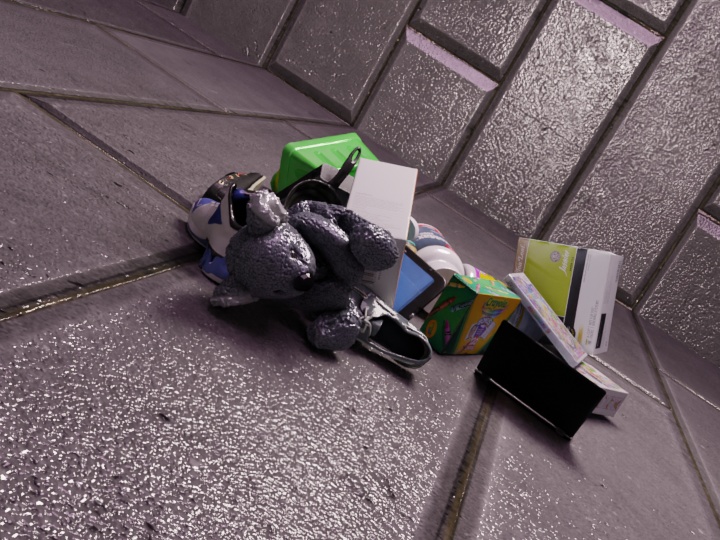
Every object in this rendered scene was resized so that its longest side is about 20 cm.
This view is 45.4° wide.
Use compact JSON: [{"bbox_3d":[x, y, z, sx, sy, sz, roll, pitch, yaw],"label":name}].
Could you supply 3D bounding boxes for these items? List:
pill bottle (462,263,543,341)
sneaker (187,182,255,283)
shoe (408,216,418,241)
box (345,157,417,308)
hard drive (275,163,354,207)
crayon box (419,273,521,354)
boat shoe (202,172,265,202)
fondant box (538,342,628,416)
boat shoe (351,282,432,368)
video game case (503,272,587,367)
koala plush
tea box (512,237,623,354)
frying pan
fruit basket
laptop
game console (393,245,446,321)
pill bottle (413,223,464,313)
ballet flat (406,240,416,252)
[{"bbox_3d":[0.255,0.074,1.648,0.197,0.105,0.105,27,14,-19],"label":"pill bottle"},{"bbox_3d":[-0.172,-0.068,1.180,0.080,0.116,0.200,25,16,-28],"label":"sneaker"},{"bbox_3d":[0.033,-0.085,1.642,0.196,0.073,0.090,4,7,29],"label":"shoe"},{"bbox_3d":[0.022,-0.058,1.284,0.095,0.126,0.202,11,37,2],"label":"box"},{"bbox_3d":[-0.066,-0.107,1.453,0.138,0.034,0.199,23,-28,-30],"label":"hard drive"},{"bbox_3d":[0.188,0.077,1.462,0.058,0.120,0.199,38,15,28],"label":"crayon box"},{"bbox_3d":[-0.206,-0.134,1.418,0.063,0.074,0.202,38,18,-5],"label":"boat shoe"},{"bbox_3d":[0.385,0.199,1.587,0.198,0.059,0.144,16,18,-46],"label":"fondant box"},{"bbox_3d":[0.018,0.068,1.189,0.198,0.074,0.062,36,-10,-11],"label":"boat shoe"},{"bbox_3d":[0.347,0.089,1.607,0.201,0.018,0.143,54,18,13],"label":"video game case"},{"bbox_3d":[-0.092,-0.012,1.070,0.183,0.180,0.198,38,22,33],"label":"koala plush"},{"bbox_3d":[0.411,0.051,1.749,0.193,0.205,0.133,12,4,28],"label":"tea box"},{"bbox_3d":[-0.066,-0.116,1.320,0.113,0.194,0.031,19,-14,-35],"label":"frying pan"},{"bbox_3d":[-0.092,-0.183,1.645,0.210,0.159,0.217,9,27,-5],"label":"fruit basket"},{"bbox_3d":[0.293,0.167,1.388,0.186,0.117,0.199,36,14,14],"label":"laptop"},{"bbox_3d":[0.000,0.000,1.321,0.174,0.118,0.200,15,21,-50],"label":"game console"},{"bbox_3d":[0.127,0.000,1.593,0.118,0.121,0.201,26,15,-19],"label":"pill bottle"},{"bbox_3d":[0.008,-0.039,1.560,0.197,0.072,0.070,16,5,30],"label":"ballet flat"}]
